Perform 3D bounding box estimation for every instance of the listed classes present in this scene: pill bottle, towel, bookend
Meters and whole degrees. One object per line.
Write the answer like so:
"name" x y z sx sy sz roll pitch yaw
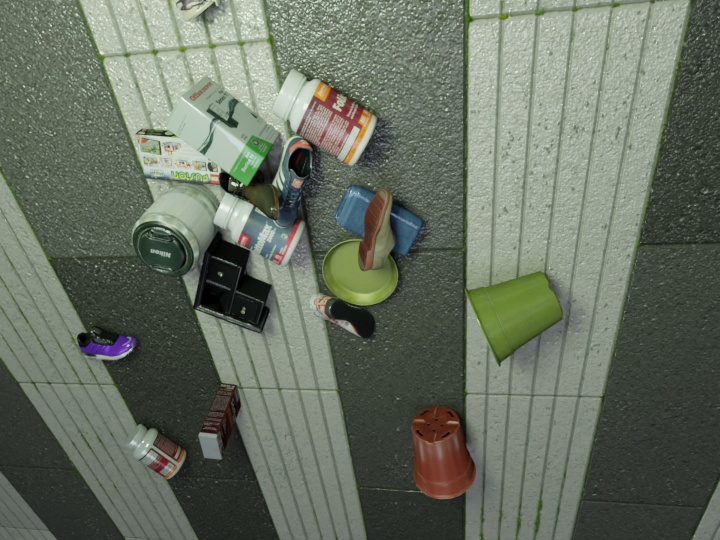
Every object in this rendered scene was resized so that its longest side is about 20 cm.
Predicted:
"pill bottle" -0.073 -0.313 1.068 0.196 0.116 0.115 29 125 -12
"pill bottle" -0.240 -0.106 1.242 0.196 0.121 0.121 27 126 -10
"towel" 0.043 -0.120 1.226 0.196 0.049 0.113 26 126 -8
"pill bottle" -0.729 0.640 1.860 0.112 0.114 0.200 -32 114 28
"bookend" -0.318 0.037 1.372 0.195 0.093 0.202 21 126 -7

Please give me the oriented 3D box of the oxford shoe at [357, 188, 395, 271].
"oxford shoe" 0.048 -0.091 1.189 0.073 0.071 0.204 -1 128 -23

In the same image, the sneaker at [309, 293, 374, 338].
"sneaker" -0.051 0.118 1.408 0.106 0.069 0.200 13 165 44

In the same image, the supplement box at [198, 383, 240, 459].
"supplement box" -0.435 0.467 1.631 0.059 0.202 0.111 4 127 5

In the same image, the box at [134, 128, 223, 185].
"box" -0.413 -0.262 1.212 0.193 0.035 0.113 6 126 5

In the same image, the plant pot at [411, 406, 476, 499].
"plant pot" 0.241 0.536 1.582 0.195 0.202 0.200 -7 116 14

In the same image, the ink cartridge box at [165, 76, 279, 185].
"ink cartridge box" -0.284 -0.295 1.097 0.198 0.148 0.083 34 123 -16

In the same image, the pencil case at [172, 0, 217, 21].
"pencil case" -0.343 -0.566 0.957 0.088 0.079 0.202 -14 123 36

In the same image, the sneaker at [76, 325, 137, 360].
"sneaker" -0.783 0.215 1.594 0.194 0.070 0.102 -7 122 14

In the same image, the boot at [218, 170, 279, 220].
"boot" -0.244 -0.164 1.138 0.094 0.200 0.077 -2 120 -30

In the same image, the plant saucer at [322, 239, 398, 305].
"plant saucer" 0.000 0.000 1.330 0.193 0.031 0.205 4 126 6

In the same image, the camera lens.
"camera lens" -0.427 -0.098 1.228 0.155 0.202 0.164 4 126 6

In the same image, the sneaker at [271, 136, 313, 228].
"sneaker" -0.149 -0.187 1.144 0.073 0.084 0.206 4 108 -29

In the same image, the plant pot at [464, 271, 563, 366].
"plant pot" 0.375 0.097 1.257 0.186 0.202 0.202 -26 119 11
